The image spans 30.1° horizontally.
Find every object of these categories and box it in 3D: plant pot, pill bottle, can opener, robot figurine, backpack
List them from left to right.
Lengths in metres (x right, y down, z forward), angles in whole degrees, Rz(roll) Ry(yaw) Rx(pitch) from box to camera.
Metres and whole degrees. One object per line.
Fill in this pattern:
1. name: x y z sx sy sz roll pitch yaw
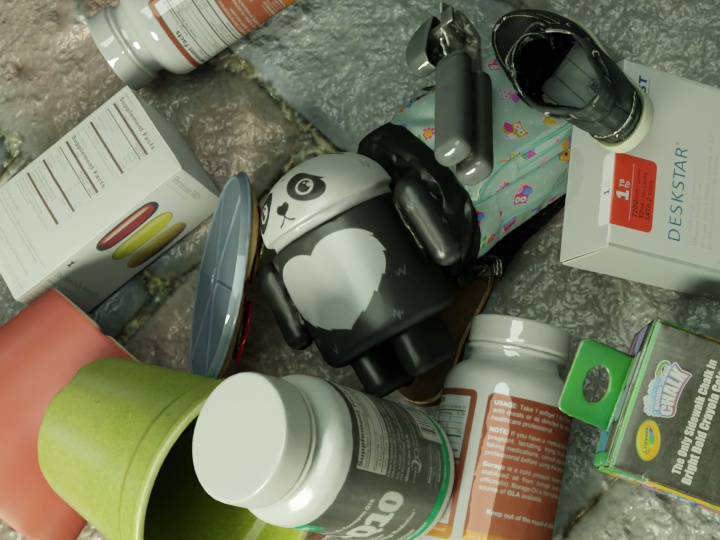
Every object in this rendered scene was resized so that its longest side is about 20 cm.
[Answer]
1. plant pot: -0.288 0.128 1.224 0.200 0.201 0.178 37 79 21
2. plant pot: -0.162 0.159 1.106 0.183 0.200 0.202 17 81 40
3. pill bottle: -0.163 -0.266 1.316 0.199 0.112 0.113 -32 70 7
4. pill bottle: -0.026 0.144 1.024 0.112 0.199 0.114 -15 66 37
5. robot figurine: -0.002 0.001 1.103 0.149 0.125 0.201 -27 86 -10
6. can opener: 0.072 -0.144 1.102 0.067 0.053 0.201 -30 38 31
7. backpack: 0.115 -0.103 1.163 0.199 0.127 0.167 -31 62 -19
8. pill bottle: 0.117 0.145 1.123 0.111 0.112 0.202 9 80 18

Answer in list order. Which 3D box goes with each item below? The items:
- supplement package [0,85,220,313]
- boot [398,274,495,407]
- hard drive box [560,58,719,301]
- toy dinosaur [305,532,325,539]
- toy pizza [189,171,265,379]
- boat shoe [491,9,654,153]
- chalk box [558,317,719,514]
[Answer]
1. supplement package: -0.252 -0.060 1.291 0.199 0.114 0.110 -38 68 6
2. boot: 0.072 0.018 1.197 0.073 0.075 0.202 9 77 23
3. hard drive box: 0.272 -0.066 1.100 0.198 0.077 0.157 12 77 -20
4. toy dinosaur: -0.031 0.195 1.183 0.136 0.086 0.200 44 97 14
5. toy pizza: -0.118 0.012 1.210 0.031 0.200 0.202 11 78 -15
6. boat shoe: 0.151 -0.163 1.061 0.075 0.066 0.200 -51 42 19
7. chalk box: 0.259 0.118 1.069 0.198 0.124 0.126 21 84 8
